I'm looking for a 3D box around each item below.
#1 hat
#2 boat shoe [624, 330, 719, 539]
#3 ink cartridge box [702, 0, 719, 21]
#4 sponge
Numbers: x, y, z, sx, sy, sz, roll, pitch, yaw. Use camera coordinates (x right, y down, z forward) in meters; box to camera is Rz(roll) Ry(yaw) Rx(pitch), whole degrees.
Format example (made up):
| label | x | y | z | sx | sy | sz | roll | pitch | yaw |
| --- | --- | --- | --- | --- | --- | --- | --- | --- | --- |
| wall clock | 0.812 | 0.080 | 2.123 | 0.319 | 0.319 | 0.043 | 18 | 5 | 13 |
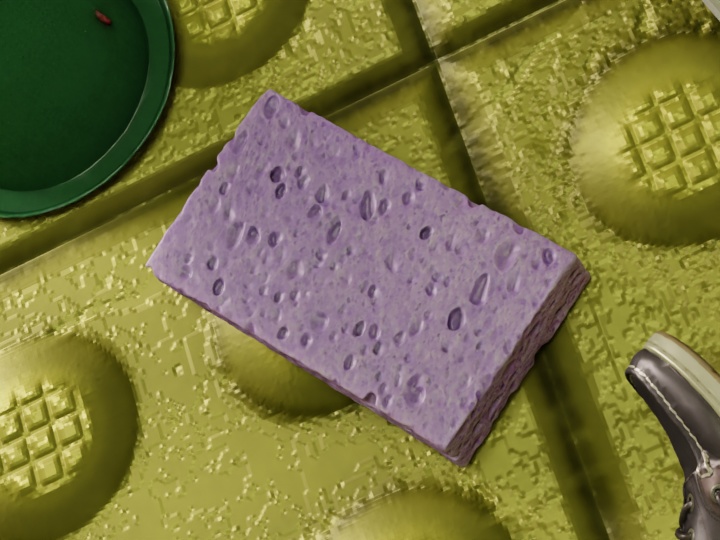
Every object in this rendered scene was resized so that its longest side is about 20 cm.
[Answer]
| label | x | y | z | sx | sy | sz | roll | pitch | yaw |
| --- | --- | --- | --- | --- | --- | --- | --- | --- | --- |
| hat | -0.214 | -0.143 | 1.206 | 0.200 | 0.176 | 0.166 | 35 | 85 | 30 |
| boat shoe | 0.165 | 0.115 | 1.003 | 0.065 | 0.072 | 0.200 | -34 | 66 | 1 |
| ink cartridge box | 0.191 | -0.233 | 1.071 | 0.198 | 0.200 | 0.043 | -44 | 25 | 1 |
| sponge | 0.000 | 0.000 | 1.143 | 0.199 | 0.030 | 0.112 | 30 | 83 | 30 |
